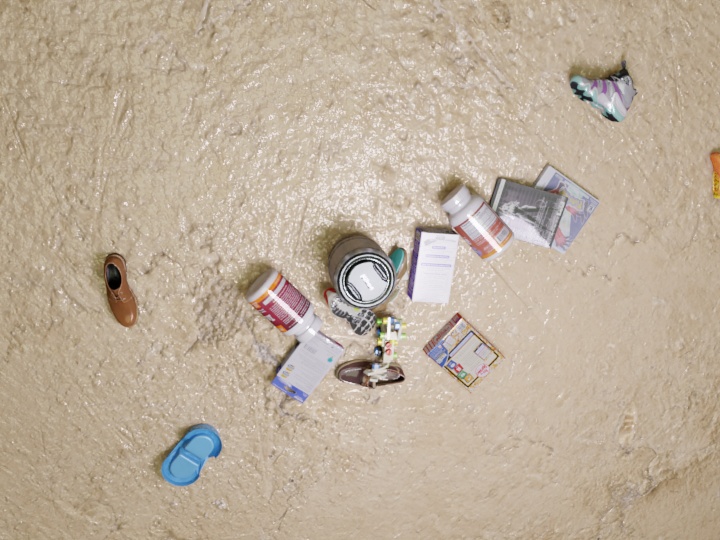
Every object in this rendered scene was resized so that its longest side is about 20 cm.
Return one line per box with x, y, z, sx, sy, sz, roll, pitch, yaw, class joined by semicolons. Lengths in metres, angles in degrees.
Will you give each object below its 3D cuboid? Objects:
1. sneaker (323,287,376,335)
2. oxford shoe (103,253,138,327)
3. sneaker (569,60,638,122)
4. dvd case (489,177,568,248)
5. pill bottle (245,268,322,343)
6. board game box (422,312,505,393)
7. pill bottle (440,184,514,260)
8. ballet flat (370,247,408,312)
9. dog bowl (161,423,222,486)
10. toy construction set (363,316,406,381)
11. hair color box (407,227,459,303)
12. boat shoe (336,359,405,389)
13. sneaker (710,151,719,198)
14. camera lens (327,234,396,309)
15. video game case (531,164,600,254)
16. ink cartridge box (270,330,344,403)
-0.028;0.106;1.670;0.077;0.085;0.200;-45;131;-1;sneaker
-0.620;0.061;1.549;0.071;0.071;0.201;-12;110;-8;oxford shoe
0.658;-0.503;1.613;0.200;0.078;0.140;27;99;-26;sneaker
0.455;-0.158;1.680;0.199;0.016;0.149;16;104;2;dvd case
-0.199;0.098;1.614;0.113;0.113;0.200;-43;109;4;pill bottle
0.306;0.245;1.786;0.200;0.046;0.152;42;95;-19;board game box
0.311;-0.131;1.632;0.112;0.112;0.200;-43;99;4;pill bottle
0.089;0.032;1.678;0.072;0.068;0.200;19;103;-36;ballet flat
-0.479;0.521;1.725;0.111;0.050;0.200;39;96;-19;dog bowl
0.073;0.213;1.689;0.092;0.131;0.201;15;103;-14;toy construction set
0.200;-0.014;1.680;0.109;0.065;0.201;4;108;-11;hair color box
0.032;0.303;1.740;0.199;0.072;0.072;4;106;-12;boat shoe
1.060;-0.252;1.762;0.077;0.073;0.200;-30;107;10;sneaker
0.000;0.000;1.574;0.159;0.200;0.161;-3;107;-9;camera lens
0.553;-0.170;1.718;0.200;0.023;0.183;30;100;-17;video game case
-0.152;0.266;1.713;0.119;0.042;0.200;35;95;-18;ink cartridge box
